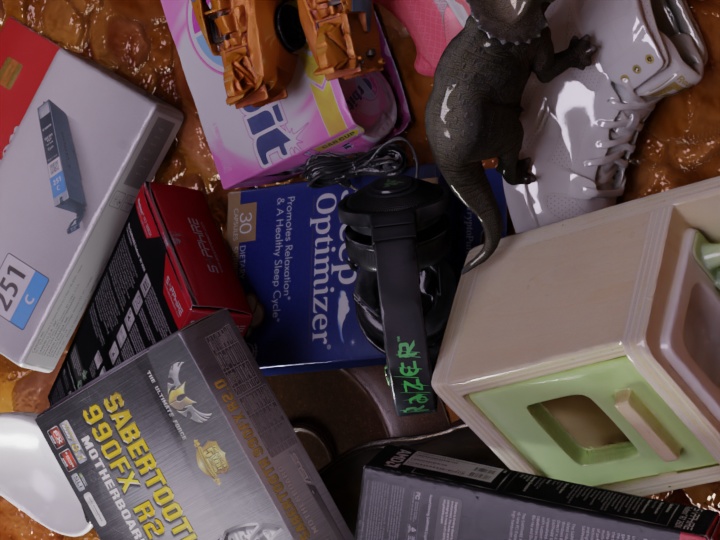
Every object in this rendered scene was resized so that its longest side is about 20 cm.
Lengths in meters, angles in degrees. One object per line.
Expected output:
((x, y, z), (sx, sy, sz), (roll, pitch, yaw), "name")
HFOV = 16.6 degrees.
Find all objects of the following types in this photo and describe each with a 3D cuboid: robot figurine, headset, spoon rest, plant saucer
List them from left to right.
((-0.257, 0.121, 1.741), (0.200, 0.061, 0.100), (31, 138, 32), "spoon rest")
((-0.053, -0.205, 1.468), (0.145, 0.058, 0.200), (-15, 88, 34), "robot figurine")
((-0.029, 0.123, 1.598), (0.200, 0.034, 0.201), (5, 98, 35), "plant saucer")
((0.011, -0.004, 1.443), (0.094, 0.200, 0.124), (-6, 134, 4), "headset")

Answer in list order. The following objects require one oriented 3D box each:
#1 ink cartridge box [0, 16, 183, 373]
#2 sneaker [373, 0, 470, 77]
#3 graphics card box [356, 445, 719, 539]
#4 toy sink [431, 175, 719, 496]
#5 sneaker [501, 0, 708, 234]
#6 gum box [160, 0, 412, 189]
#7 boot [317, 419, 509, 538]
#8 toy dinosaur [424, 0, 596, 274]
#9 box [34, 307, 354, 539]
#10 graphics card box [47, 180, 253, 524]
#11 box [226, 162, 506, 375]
((-0.237, -0.058, 1.682), (0.176, 0.045, 0.200), (30, 95, 28), "ink cartridge box")
((0.021, -0.204, 1.491), (0.087, 0.074, 0.200), (-38, 74, 35), "sneaker")
((0.094, 0.180, 1.378), (0.200, 0.051, 0.126), (9, 105, 14), "graphics card box")
((0.162, 0.046, 1.364), (0.200, 0.112, 0.130), (-15, 132, 36), "toy sink")
((0.144, -0.087, 1.417), (0.115, 0.074, 0.200), (-5, 92, 40), "sneaker")
((-0.055, -0.155, 1.556), (0.113, 0.066, 0.200), (-24, 82, 37), "gum box")
((0.016, 0.145, 1.494), (0.200, 0.097, 0.075), (-27, 95, 18), "boot")
((0.070, -0.100, 1.372), (0.077, 0.102, 0.200), (34, 106, 36), "toy dinosaur")
((-0.096, 0.143, 1.514), (0.158, 0.048, 0.200), (-29, 89, 43), "box")
((-0.141, 0.057, 1.618), (0.200, 0.051, 0.126), (-62, 36, 32), "graphics card box")
((0.000, 0.000, 1.539), (0.200, 0.032, 0.121), (-7, 76, 34), "box")
